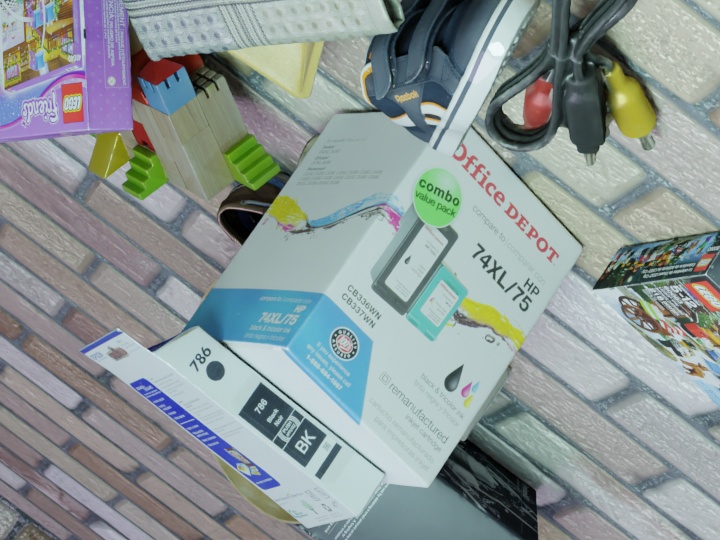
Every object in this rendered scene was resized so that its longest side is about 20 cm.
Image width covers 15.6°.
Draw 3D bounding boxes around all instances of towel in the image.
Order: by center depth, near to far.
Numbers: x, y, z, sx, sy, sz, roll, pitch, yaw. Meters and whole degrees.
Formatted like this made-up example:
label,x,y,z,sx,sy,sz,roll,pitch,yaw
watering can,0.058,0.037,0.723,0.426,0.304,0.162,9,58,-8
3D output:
label,x,y,z,sx,sy,sz,roll,pitch,yaw
towel,-0.077,-0.212,1.488,0.199,0.035,0.194,-1,123,38

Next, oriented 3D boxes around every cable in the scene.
label,x,y,z,sx,sy,sz,roll,pitch,yaw
cable,0.115,-0.123,1.454,0.096,0.051,0.201,4,146,10

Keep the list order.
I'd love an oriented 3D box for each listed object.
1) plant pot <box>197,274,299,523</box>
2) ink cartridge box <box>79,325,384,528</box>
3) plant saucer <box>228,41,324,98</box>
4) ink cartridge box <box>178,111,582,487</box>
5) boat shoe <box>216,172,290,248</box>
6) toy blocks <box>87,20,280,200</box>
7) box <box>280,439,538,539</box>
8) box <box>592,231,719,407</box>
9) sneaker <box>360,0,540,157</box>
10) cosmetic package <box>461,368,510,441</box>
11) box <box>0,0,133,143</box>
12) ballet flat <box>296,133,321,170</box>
label,x,y,z,sx,sy,sz,roll,pitch,yaw
plant pot,-0.059,0.092,1.998,0.199,0.027,0.202,17,113,46
ink cartridge box,-0.084,0.091,1.704,0.200,0.039,0.099,38,160,-12
plant saucer,-0.092,-0.210,1.607,0.199,0.049,0.200,34,161,4
ink cartridge box,0.013,0.015,1.727,0.147,0.201,0.146,44,158,-26
boat shoe,-0.020,0.002,1.912,0.199,0.072,0.073,29,120,20
toy blocks,-0.153,-0.137,1.841,0.200,0.100,0.137,29,150,48
box,0.044,0.187,2.124,0.182,0.104,0.200,37,-171,-3
box,0.257,0.056,1.657,0.200,0.038,0.136,41,161,-16
sneaker,0.045,-0.124,1.528,0.079,0.079,0.200,32,162,0
cosmetic package,0.007,0.052,2.026,0.199,0.071,0.105,18,154,43
box,-0.227,-0.160,1.816,0.039,0.138,0.199,-3,-178,-37
ballet flat,0.000,0.000,1.836,0.057,0.066,0.201,-97,-7,-72
